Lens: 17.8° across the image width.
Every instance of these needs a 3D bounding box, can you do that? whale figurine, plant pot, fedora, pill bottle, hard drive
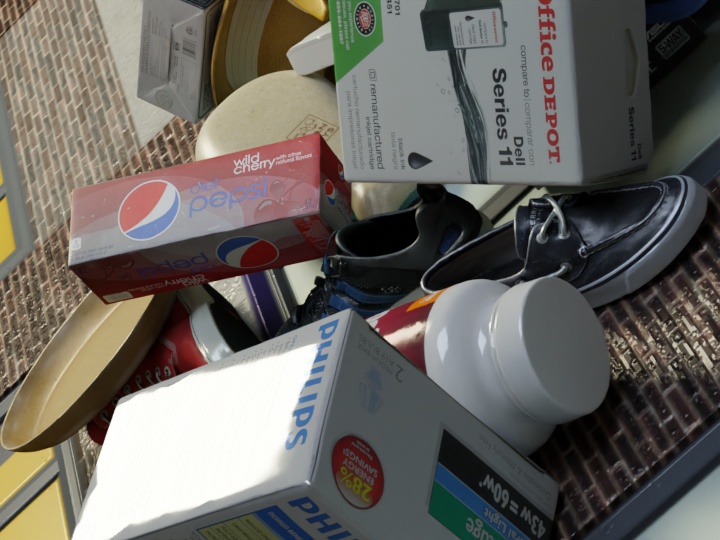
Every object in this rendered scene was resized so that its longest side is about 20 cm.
[{"bbox_3d":[-0.030,-0.070,1.735,0.199,0.104,0.159,22,57,35],"label":"whale figurine"},{"bbox_3d":[-0.201,0.062,1.753,0.200,0.027,0.200,-44,18,18],"label":"plant pot"},{"bbox_3d":[-0.045,-0.199,1.865,0.082,0.201,0.201,25,71,19],"label":"fedora"},{"bbox_3d":[0.050,0.072,1.417,0.200,0.113,0.113,-22,39,39],"label":"pill bottle"},{"bbox_3d":[0.048,-0.214,1.764,0.132,0.026,0.200,-16,17,44],"label":"hard drive"}]

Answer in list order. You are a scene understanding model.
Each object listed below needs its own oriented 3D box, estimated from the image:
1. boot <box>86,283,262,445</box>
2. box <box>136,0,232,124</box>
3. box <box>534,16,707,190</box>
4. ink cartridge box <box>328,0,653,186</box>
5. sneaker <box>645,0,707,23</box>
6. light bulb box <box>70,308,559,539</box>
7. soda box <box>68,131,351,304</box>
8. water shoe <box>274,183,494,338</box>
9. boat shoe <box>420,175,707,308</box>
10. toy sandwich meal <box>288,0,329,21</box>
[{"bbox_3d":[-0.139,0.089,1.703,0.144,0.072,0.200,-49,21,1],"label":"boot"},{"bbox_3d":[-0.103,-0.222,1.905,0.060,0.117,0.200,25,43,19],"label":"box"},{"bbox_3d":[0.141,-0.165,1.639,0.158,0.050,0.200,-42,30,10],"label":"box"},{"bbox_3d":[0.083,-0.131,1.500,0.199,0.147,0.083,2,11,40],"label":"ink cartridge box"},{"bbox_3d":[0.143,-0.196,1.544,0.199,0.078,0.070,-14,44,44],"label":"sneaker"},{"bbox_3d":[-0.025,0.147,1.340,0.199,0.198,0.125,-21,41,38],"label":"light bulb box"},{"bbox_3d":[-0.107,-0.036,1.651,0.199,0.063,0.070,-11,58,18],"label":"soda box"},{"bbox_3d":[0.000,0.000,1.605,0.200,0.079,0.072,-33,32,26],"label":"water shoe"},{"bbox_3d":[0.125,-0.017,1.466,0.200,0.068,0.072,-25,36,35],"label":"boat shoe"},{"bbox_3d":[-0.034,-0.272,1.690,0.070,0.206,0.205,-14,0,-44],"label":"toy sandwich meal"}]
